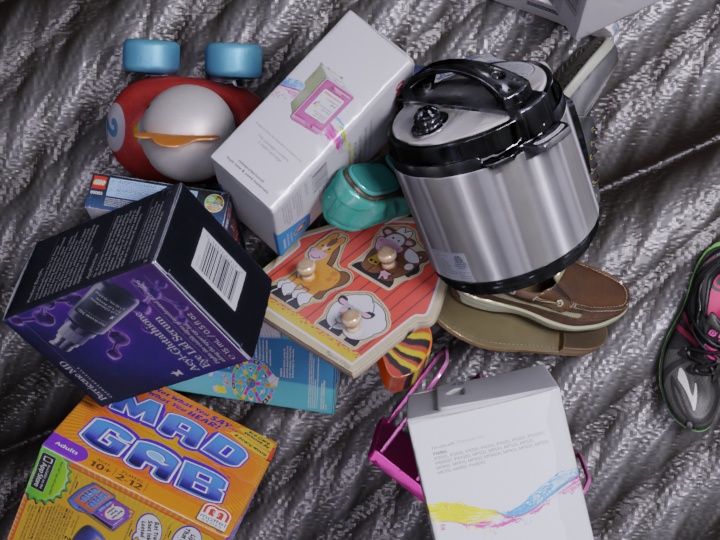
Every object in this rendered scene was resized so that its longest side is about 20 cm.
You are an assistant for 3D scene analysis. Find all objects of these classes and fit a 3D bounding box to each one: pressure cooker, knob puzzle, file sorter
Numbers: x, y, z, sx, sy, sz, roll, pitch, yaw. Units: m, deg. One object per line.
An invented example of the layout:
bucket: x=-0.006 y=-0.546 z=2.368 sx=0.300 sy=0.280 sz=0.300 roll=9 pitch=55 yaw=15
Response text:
pressure cooker: x=0.119 y=-0.101 z=1.145 sx=0.174 sy=0.179 sz=0.201 roll=-16 pitch=118 yaw=16
knob puzzle: x=0.000 y=0.000 z=1.226 sx=0.217 sy=0.221 sz=0.031 roll=-6 pitch=131 yaw=6
file sorter: x=0.126 y=0.191 z=1.295 sx=0.199 sy=0.139 sz=0.126 roll=38 pitch=98 yaw=0

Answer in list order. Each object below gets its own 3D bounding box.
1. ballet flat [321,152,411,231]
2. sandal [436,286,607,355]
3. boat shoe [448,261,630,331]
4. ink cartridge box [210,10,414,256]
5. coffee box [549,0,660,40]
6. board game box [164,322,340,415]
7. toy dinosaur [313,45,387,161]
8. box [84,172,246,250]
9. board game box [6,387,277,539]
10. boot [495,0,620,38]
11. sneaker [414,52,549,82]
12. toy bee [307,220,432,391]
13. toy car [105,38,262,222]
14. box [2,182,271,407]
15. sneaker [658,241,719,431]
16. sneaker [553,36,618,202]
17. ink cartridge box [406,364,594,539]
ballet flat: x=0.021 y=-0.077 z=1.240 sx=0.070 sy=0.199 sz=0.068 roll=-45 pitch=75 yaw=29
sandal: x=0.151 y=0.063 z=1.309 sx=0.209 sy=0.070 sz=0.078 roll=10 pitch=61 yaw=-17
boat shoe: x=0.193 y=0.014 z=1.263 sx=0.200 sy=0.075 sz=0.075 roll=5 pitch=60 yaw=-20
ink cartridge box: x=-0.043 y=-0.130 z=1.201 sx=0.085 sy=0.145 sz=0.200 roll=41 pitch=78 yaw=10
coffee box: x=0.210 y=-0.340 z=1.198 sx=0.113 sy=0.080 sz=0.201 roll=-24 pitch=70 yaw=-9
board game box: x=-0.118 y=0.072 z=1.310 sx=0.198 sy=0.047 sz=0.152 roll=9 pitch=133 yaw=4
toy dinosaur: x=-0.018 y=-0.129 z=1.318 sx=0.101 sy=0.058 sz=0.200 roll=-40 pitch=96 yaw=-7
box: x=-0.190 y=-0.034 z=1.267 sx=0.135 sy=0.200 sz=0.038 roll=8 pitch=71 yaw=3
board game box: x=-0.232 y=0.258 z=1.287 sx=0.198 sy=0.200 sz=0.201 roll=26 pitch=111 yaw=1
boot: x=0.181 y=-0.314 z=1.266 sx=0.198 sy=0.073 sz=0.091 roll=22 pitch=88 yaw=-3
sneaker: x=0.104 y=-0.184 z=1.286 sx=0.198 sy=0.088 sz=0.076 roll=11 pitch=135 yaw=24
toy bee: x=0.033 y=0.019 z=1.298 sx=0.108 sy=0.131 sz=0.202 roll=-22 pitch=84 yaw=-16
toy car: x=-0.186 y=-0.139 z=1.249 sx=0.175 sy=0.200 sz=0.187 roll=4 pitch=97 yaw=5
box: x=-0.209 y=0.028 z=1.176 sx=0.199 sy=0.105 sz=0.148 roll=-20 pitch=129 yaw=30
sneaker: x=0.358 y=0.069 z=1.284 sx=0.076 sy=0.084 sz=0.202 roll=11 pitch=98 yaw=4
sneaker: x=0.224 y=-0.135 z=1.286 sx=0.106 sy=0.075 sz=0.201 roll=32 pitch=98 yaw=-13
ink cartridge box: x=0.130 y=0.205 z=1.155 sx=0.143 sy=0.145 sz=0.202 roll=-13 pitch=94 yaw=3
